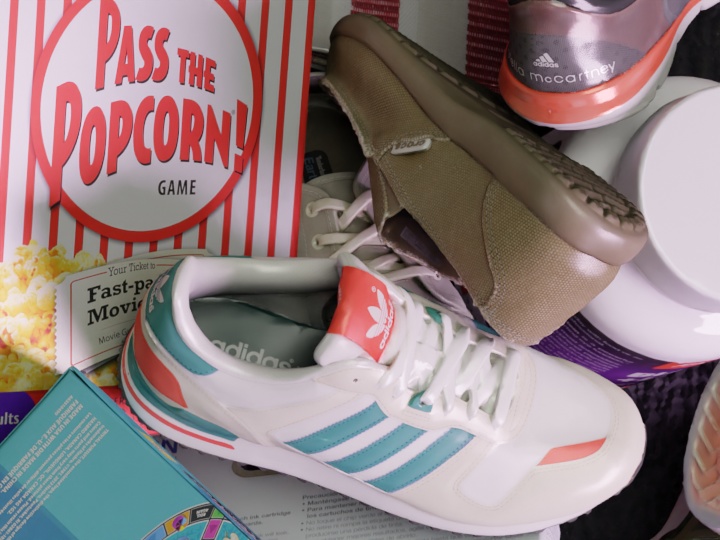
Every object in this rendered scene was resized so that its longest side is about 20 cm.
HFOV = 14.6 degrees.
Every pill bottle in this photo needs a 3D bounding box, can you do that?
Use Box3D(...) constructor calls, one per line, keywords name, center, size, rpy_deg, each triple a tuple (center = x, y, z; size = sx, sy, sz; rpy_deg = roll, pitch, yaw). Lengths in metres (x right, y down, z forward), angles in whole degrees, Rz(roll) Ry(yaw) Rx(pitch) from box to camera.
Box3D(name="pill bottle", center=(0.115, -0.014, 1.116), size=(0.111, 0.200, 0.112), rpy_deg=(2, 82, -14))

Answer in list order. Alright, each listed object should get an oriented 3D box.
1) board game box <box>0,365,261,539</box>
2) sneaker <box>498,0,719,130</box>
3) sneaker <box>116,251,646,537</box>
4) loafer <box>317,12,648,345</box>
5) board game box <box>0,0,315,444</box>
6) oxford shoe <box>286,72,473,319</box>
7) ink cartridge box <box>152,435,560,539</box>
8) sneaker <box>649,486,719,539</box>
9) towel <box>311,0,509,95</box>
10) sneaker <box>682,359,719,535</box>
Box3D(name="board game box", center=(-0.079, 0.156, 0.986), size=(0.200, 0.047, 0.151), rpy_deg=(41, 86, 22))
Box3D(name="sneaker", center=(0.108, -0.139, 1.065), size=(0.077, 0.082, 0.200), rpy_deg=(7, 44, 22))
Box3D(name="sneaker", center=(0.012, 0.040, 1.019), size=(0.199, 0.093, 0.070), rpy_deg=(14, 65, -3))
Box3D(name="loafer", center=(0.030, -0.037, 1.053), size=(0.076, 0.200, 0.067), rpy_deg=(30, 99, -32))
Box3D(name="board game box", center=(-0.094, -0.038, 1.067), size=(0.151, 0.046, 0.200), rpy_deg=(-3, 101, -38))
Box3D(name="oxford shoe", center=(0.000, 0.000, 1.115), size=(0.075, 0.058, 0.200), rpy_deg=(-17, 57, -9))
Box3D(name="ink cartridge box", center=(-0.023, 0.136, 1.071), size=(0.199, 0.041, 0.200), rpy_deg=(-8, 43, 12))
Box3D(name="sneaker", center=(0.158, 0.121, 1.165), size=(0.200, 0.089, 0.077), rpy_deg=(-43, 95, -19))
Box3D(name="towel", center=(0.017, -0.142, 1.189), size=(0.200, 0.023, 0.144), rpy_deg=(10, 64, -14))
Box3D(name="sneaker", center=(0.207, 0.034, 1.144), size=(0.080, 0.071, 0.200), rpy_deg=(44, 73, -40))
